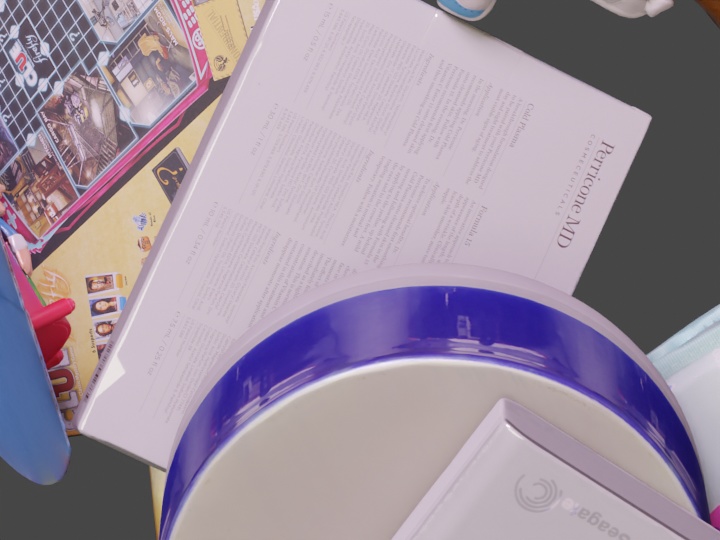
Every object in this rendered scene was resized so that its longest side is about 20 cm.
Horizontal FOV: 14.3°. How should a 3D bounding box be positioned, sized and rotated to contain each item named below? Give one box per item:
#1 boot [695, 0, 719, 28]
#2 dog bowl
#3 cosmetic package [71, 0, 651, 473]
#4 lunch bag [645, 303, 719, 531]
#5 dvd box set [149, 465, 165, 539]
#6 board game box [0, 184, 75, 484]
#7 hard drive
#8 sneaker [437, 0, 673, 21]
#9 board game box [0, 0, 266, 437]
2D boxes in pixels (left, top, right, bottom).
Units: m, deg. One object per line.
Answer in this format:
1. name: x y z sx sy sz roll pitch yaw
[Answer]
1. boot: 0.108 -0.124 1.125 0.200 0.068 0.189 37 92 -2
2. dog bowl: 0.027 0.104 1.018 0.199 0.079 0.201 0 113 1
3. cosmetic package: 0.000 0.000 1.083 0.150 0.052 0.201 26 87 -8
4. lunch bag: 0.195 0.072 1.083 0.200 0.122 0.171 -35 89 5
5. dvd box set: -0.019 0.021 1.161 0.145 0.029 0.201 -6 93 11
6. board game box: -0.144 -0.016 1.093 0.039 0.158 0.201 -26 118 -21
7. hard drive: 0.044 0.156 0.983 0.132 0.026 0.200 32 110 -12
8. sneaker: 0.117 -0.141 1.061 0.199 0.077 0.081 -6 114 -2
9. board game box: -0.079 -0.041 1.135 0.135 0.035 0.201 -8 92 11
